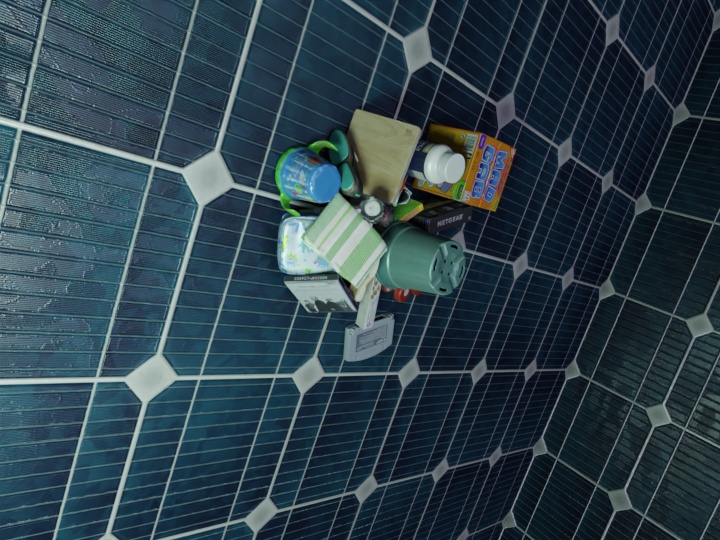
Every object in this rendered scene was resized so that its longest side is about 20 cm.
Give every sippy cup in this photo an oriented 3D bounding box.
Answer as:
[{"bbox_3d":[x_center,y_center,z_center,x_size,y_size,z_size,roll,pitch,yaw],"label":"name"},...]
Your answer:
[{"bbox_3d":[-0.121,-0.228,1.289,0.139,0.130,0.179,-14,119,-38],"label":"sippy cup"}]

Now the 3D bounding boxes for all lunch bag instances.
[{"bbox_3d":[-0.115,-0.072,1.357,0.198,0.083,0.162,2,109,-13],"label":"lunch bag"}]

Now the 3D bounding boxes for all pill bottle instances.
[{"bbox_3d":[0.198,-0.313,1.495,0.111,0.199,0.112,-20,122,-35],"label":"pill bottle"}]

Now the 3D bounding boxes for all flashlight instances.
[{"bbox_3d":[0.046,-0.145,1.350,0.200,0.067,0.069,19,67,-80],"label":"flashlight"}]

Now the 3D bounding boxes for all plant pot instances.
[{"bbox_3d":[0.172,-0.026,1.447,0.199,0.195,0.202,-13,110,-40],"label":"plant pot"}]

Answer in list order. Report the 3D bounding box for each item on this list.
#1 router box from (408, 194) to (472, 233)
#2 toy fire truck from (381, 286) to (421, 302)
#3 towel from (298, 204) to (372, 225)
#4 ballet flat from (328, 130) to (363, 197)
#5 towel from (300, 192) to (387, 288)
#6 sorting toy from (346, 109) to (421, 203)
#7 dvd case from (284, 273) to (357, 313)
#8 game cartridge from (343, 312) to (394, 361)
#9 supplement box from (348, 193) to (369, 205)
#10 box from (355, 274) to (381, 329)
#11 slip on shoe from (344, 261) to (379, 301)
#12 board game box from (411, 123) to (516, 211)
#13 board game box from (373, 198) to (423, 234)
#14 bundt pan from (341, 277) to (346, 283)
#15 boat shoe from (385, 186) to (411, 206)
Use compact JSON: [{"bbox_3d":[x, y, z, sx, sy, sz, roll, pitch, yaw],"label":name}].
[{"bbox_3d":[0.224,-0.177,1.618,0.199,0.157,0.053,-19,121,-35],"label":"router box"},{"bbox_3d":[0.135,-0.009,1.627,0.199,0.112,0.169,-19,129,-47],"label":"toy fire truck"},{"bbox_3d":[-0.065,-0.103,1.418,0.198,0.031,0.151,-5,109,-11],"label":"towel"},{"bbox_3d":[-0.035,-0.266,1.335,0.068,0.201,0.068,-26,150,26],"label":"ballet flat"},{"bbox_3d":[-0.035,-0.072,1.316,0.200,0.023,0.153,43,78,-21],"label":"towel"},{"bbox_3d":[0.049,-0.297,1.376,0.069,0.199,0.200,7,106,-62],"label":"sorting toy"},{"bbox_3d":[-0.102,0.066,1.412,0.200,0.149,0.025,63,28,-58],"label":"dvd case"},{"bbox_3d":[0.027,0.223,1.715,0.199,0.041,0.134,-14,115,-38],"label":"game cartridge"},{"bbox_3d":[0.032,-0.252,1.460,0.066,0.069,0.201,8,107,-59],"label":"supplement box"},{"bbox_3d":[0.028,0.077,1.535,0.038,0.041,0.202,-12,122,-40],"label":"box"},{"bbox_3d":[0.000,0.000,1.427,0.060,0.076,0.201,13,128,-15],"label":"slip on shoe"},{"bbox_3d":[0.317,-0.316,1.605,0.199,0.199,0.202,5,106,-45],"label":"board game box"},{"bbox_3d":[0.082,-0.151,1.532,0.199,0.095,0.030,-34,129,-21],"label":"board game box"},{"bbox_3d":[-0.022,-0.004,1.530,0.201,0.076,0.204,-20,122,-35],"label":"bundt pan"},{"bbox_3d":[0.107,-0.215,1.498,0.071,0.071,0.201,-70,167,19],"label":"boat shoe"}]
